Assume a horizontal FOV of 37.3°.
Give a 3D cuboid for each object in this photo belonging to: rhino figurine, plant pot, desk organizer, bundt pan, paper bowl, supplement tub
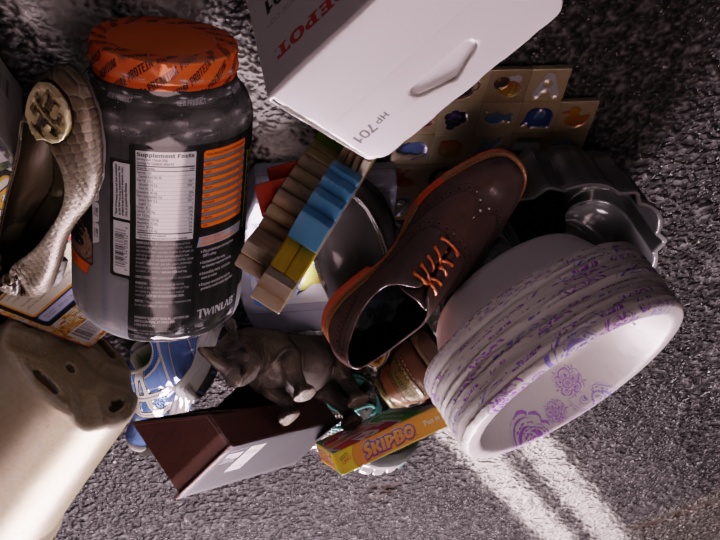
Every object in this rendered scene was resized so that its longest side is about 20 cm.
[{"bbox_3d":[-0.071,0.086,0.932,0.060,0.088,0.200,-45,146,20],"label":"rhino figurine"},{"bbox_3d":[-0.299,0.138,0.924,0.183,0.201,0.200,-44,133,19],"label":"plant pot"},{"bbox_3d":[-0.105,0.136,0.954,0.072,0.077,0.200,-44,162,18],"label":"desk organizer"},{"bbox_3d":[0.150,-0.030,0.908,0.201,0.076,0.202,-8,142,-7],"label":"bundt pan"},{"bbox_3d":[0.141,0.050,0.833,0.200,0.105,0.201,-26,153,-14],"label":"paper bowl"},{"bbox_3d":[-0.137,-0.063,0.731,0.122,0.123,0.201,-1,120,-15],"label":"supplement tub"}]

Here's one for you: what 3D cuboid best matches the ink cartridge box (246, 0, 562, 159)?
[{"bbox_3d":[0.010,-0.186,0.586,0.146,0.200,0.086,-38,136,27],"label":"ink cartridge box"}]

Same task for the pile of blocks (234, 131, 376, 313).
[{"bbox_3d":[-0.030,-0.070,0.738,0.062,0.200,0.082,31,158,-1],"label":"pile of blocks"}]

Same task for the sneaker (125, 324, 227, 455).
[{"bbox_3d":[-0.187,0.102,1.003,0.077,0.076,0.200,26,130,-11],"label":"sneaker"}]

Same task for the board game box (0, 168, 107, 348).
[{"bbox_3d":[-0.250,-0.024,0.834,0.151,0.046,0.200,-36,136,26],"label":"board game box"}]

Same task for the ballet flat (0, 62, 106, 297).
[{"bbox_3d":[-0.208,-0.049,0.686,0.046,0.067,0.200,-20,154,-39],"label":"ballet flat"}]

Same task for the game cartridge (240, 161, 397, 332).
[{"bbox_3d":[-0.042,-0.014,0.914,0.133,0.041,0.200,-2,141,-5],"label":"game cartridge"}]

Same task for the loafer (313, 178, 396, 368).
[{"bbox_3d":[0.000,0.000,0.854,0.073,0.072,0.200,-14,141,8],"label":"loafer"}]

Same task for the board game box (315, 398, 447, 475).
[{"bbox_3d":[0.060,0.134,0.992,0.199,0.030,0.096,-20,-179,-13],"label":"board game box"}]

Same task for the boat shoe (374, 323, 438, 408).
[{"bbox_3d":[0.046,0.086,0.981,0.068,0.072,0.200,-36,172,3],"label":"boat shoe"}]

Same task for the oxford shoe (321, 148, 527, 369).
[{"bbox_3d":[0.054,-0.003,0.786,0.071,0.073,0.200,38,99,-18],"label":"oxford shoe"}]

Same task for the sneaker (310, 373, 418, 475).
[{"bbox_3d":[-0.005,0.152,1.104,0.200,0.078,0.091,20,127,-37],"label":"sneaker"}]

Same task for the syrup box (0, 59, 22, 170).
[{"bbox_3d":[-0.332,-0.091,0.700,0.199,0.082,0.079,-16,142,5],"label":"syrup box"}]

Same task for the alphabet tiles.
[{"bbox_3d":[0.102,-0.091,0.887,0.166,0.006,0.200,-3,141,-12],"label":"alphabet tiles"}]
